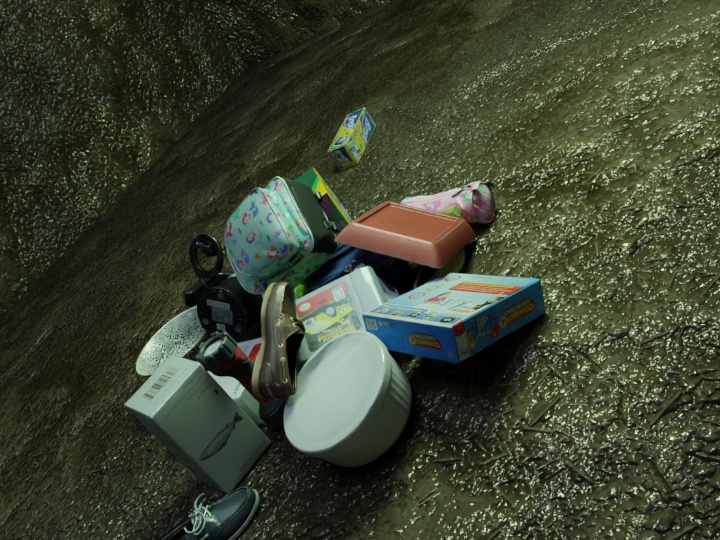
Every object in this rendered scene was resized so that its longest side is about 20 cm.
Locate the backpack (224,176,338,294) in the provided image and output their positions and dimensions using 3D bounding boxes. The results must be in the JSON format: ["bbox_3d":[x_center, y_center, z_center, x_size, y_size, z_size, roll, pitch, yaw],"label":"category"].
[{"bbox_3d":[-0.162,-0.052,1.422,0.150,0.178,0.200,-3,-33,-49],"label":"backpack"}]

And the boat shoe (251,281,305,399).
[{"bbox_3d":[-0.119,0.108,1.217,0.070,0.070,0.201,-11,60,25],"label":"boat shoe"}]

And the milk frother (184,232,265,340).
[{"bbox_3d":[-0.253,0.008,1.579,0.188,0.180,0.200,-45,-21,-60],"label":"milk frother"}]

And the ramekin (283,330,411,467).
[{"bbox_3d":[-0.013,0.198,1.150,0.202,0.094,0.203,-31,37,26],"label":"ramekin"}]

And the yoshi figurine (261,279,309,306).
[{"bbox_3d":[-0.144,0.049,1.526,0.112,0.113,0.200,-2,43,5],"label":"yoshi figurine"}]

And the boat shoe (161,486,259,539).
[{"bbox_3d":[-0.246,0.396,1.177,0.200,0.062,0.075,-38,25,-3],"label":"boat shoe"}]

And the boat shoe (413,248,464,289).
[{"bbox_3d":[0.136,-0.013,1.363,0.072,0.076,0.200,-21,30,28],"label":"boat shoe"}]

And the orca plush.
[{"bbox_3d":[0.030,0.072,1.329,0.105,0.071,0.200,-34,61,-24],"label":"orca plush"}]

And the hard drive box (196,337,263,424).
[{"bbox_3d":[-0.242,0.216,1.448,0.200,0.077,0.156,-16,34,35],"label":"hard drive box"}]

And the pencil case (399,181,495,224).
[{"bbox_3d":[0.165,-0.119,1.492,0.200,0.088,0.088,-10,37,43],"label":"pencil case"}]

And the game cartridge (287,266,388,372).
[{"bbox_3d":[-0.048,0.086,1.271,0.200,0.041,0.133,-27,53,3],"label":"game cartridge"}]

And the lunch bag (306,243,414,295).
[{"bbox_3d":[0.000,0.000,1.442,0.200,0.132,0.136,-32,27,11],"label":"lunch bag"}]

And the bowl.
[{"bbox_3d":[-0.368,0.177,1.640,0.200,0.094,0.201,-28,28,17],"label":"bowl"}]

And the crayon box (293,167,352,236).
[{"bbox_3d":[-0.050,-0.097,1.581,0.058,0.200,0.173,-35,26,5],"label":"crayon box"}]

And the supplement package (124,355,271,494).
[{"bbox_3d":[-0.267,0.254,1.276,0.117,0.200,0.117,2,46,52],"label":"supplement package"}]

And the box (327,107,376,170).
[{"bbox_3d":[-0.021,-0.365,2.121,0.064,0.070,0.200,-16,33,30],"label":"box"}]

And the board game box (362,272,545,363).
[{"bbox_3d":[0.141,0.065,1.170,0.195,0.056,0.200,-23,16,-34],"label":"board game box"}]

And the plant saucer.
[{"bbox_3d":[0.085,-0.073,1.367,0.199,0.037,0.200,15,24,22],"label":"plant saucer"}]

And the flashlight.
[{"bbox_3d":[-0.189,0.190,1.286,0.068,0.200,0.068,-28,28,15],"label":"flashlight"}]
